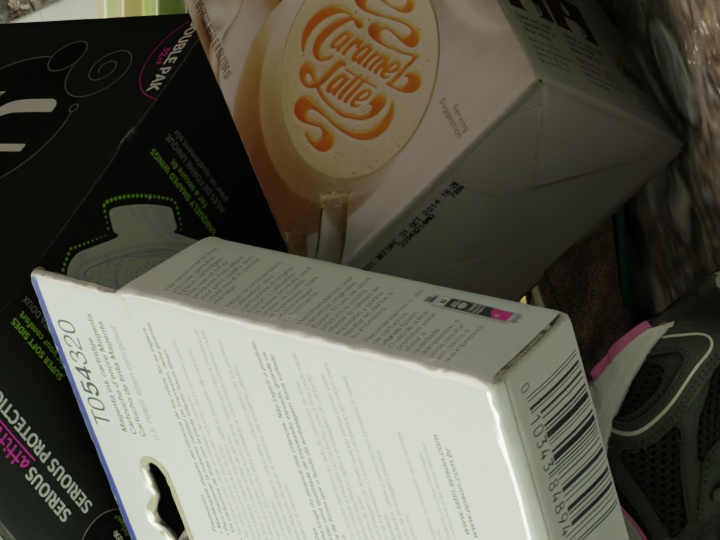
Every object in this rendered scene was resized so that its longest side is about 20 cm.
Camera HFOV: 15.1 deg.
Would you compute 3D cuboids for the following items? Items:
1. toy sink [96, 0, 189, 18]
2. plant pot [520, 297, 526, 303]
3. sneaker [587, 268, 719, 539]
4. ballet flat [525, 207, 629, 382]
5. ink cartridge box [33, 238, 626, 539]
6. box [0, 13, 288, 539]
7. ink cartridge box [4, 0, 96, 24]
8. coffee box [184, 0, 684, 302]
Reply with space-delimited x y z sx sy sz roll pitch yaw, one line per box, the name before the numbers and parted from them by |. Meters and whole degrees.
toy sink | -0.048 -0.122 1.149 0.200 0.112 0.131 -135 43 -62
plant pot | 0.041 -0.036 1.191 0.200 0.027 0.200 163 90 -81
sneaker | 0.116 0.091 0.862 0.086 0.080 0.200 30 140 30
ballet flat | 0.070 0.027 0.993 0.068 0.067 0.200 -125 19 -65
ink cartridge box | 0.003 0.085 0.868 0.200 0.043 0.197 14 133 42
box | -0.120 0.018 0.994 0.148 0.200 0.124 1 136 42
ink cartridge box | -0.073 -0.058 1.335 0.043 0.196 0.200 5 -115 -68
coffee box | 0.012 -0.089 0.921 0.080 0.114 0.200 19 -142 -44
